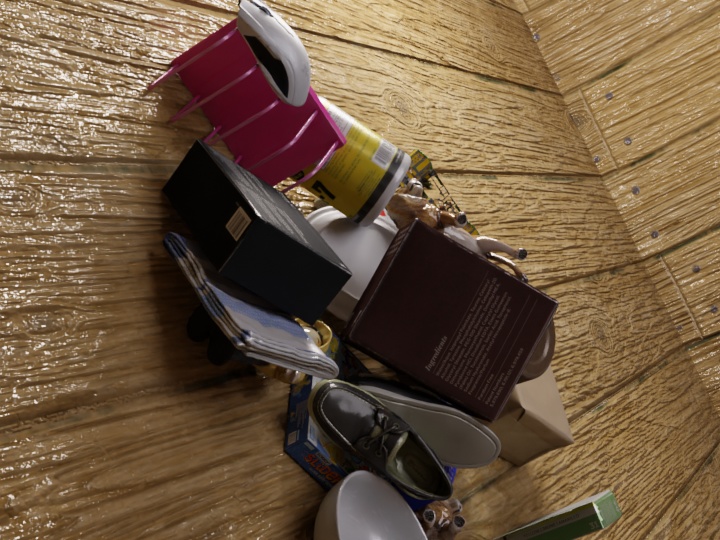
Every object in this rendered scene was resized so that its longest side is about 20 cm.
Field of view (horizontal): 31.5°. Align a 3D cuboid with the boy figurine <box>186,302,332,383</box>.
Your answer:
[{"bbox_3d":[-0.098,0.080,1.397,0.124,0.065,0.200,46,17,32],"label":"boy figurine"}]

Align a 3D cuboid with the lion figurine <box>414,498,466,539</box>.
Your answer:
[{"bbox_3d":[0.093,0.354,1.513,0.123,0.072,0.201,111,-16,-63],"label":"lion figurine"}]

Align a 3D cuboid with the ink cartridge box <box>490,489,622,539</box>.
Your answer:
[{"bbox_3d":[0.268,0.361,1.772,0.200,0.145,0.048,-1,66,-64],"label":"ink cartridge box"}]

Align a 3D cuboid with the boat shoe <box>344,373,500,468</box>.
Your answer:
[{"bbox_3d":[0.069,0.173,1.490,0.199,0.074,0.060,17,22,-9],"label":"boat shoe"}]

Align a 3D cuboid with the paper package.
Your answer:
[{"bbox_3d":[0.223,0.171,1.944,0.190,0.103,0.201,34,35,-48],"label":"paper package"}]

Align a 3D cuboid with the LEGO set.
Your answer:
[{"bbox_3d":[0.068,-0.077,1.850,0.200,0.116,0.154,55,-13,-28],"label":"LEGO set"}]

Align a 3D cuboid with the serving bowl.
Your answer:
[{"bbox_3d":[0.009,0.321,1.375,0.200,0.066,0.201,47,27,-33],"label":"serving bowl"}]

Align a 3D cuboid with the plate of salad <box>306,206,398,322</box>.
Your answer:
[{"bbox_3d":[0.000,0.000,1.683,0.199,0.048,0.201,16,49,-18],"label":"plate of salad"}]

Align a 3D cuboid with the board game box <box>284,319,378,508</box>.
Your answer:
[{"bbox_3d":[-0.029,0.170,1.502,0.135,0.034,0.201,48,27,-31],"label":"board game box"}]

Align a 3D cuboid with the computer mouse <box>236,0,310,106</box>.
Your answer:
[{"bbox_3d":[-0.108,-0.286,1.480,0.201,0.044,0.110,58,28,-9],"label":"computer mouse"}]

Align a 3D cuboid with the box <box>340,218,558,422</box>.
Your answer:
[{"bbox_3d":[0.102,0.061,1.537,0.199,0.165,0.166,30,-5,-3],"label":"box"}]

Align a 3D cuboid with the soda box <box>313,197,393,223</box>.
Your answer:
[{"bbox_3d":[0.018,-0.041,1.796,0.200,0.063,0.068,57,23,-14],"label":"soda box"}]

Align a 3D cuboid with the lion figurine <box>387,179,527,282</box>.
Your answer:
[{"bbox_3d":[0.128,-0.043,1.719,0.200,0.073,0.122,37,-9,-26],"label":"lion figurine"}]

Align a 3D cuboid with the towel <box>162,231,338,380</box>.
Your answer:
[{"bbox_3d":[-0.114,0.036,1.323,0.147,0.024,0.200,23,18,-45],"label":"towel"}]

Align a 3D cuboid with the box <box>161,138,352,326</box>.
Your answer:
[{"bbox_3d":[-0.115,-0.043,1.386,0.141,0.079,0.200,29,12,-37],"label":"box"}]

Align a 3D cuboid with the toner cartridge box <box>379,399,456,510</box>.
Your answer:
[{"bbox_3d":[0.078,0.227,1.587,0.043,0.095,0.200,56,23,-12],"label":"toner cartridge box"}]

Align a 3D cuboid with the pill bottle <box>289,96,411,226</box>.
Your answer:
[{"bbox_3d":[-0.044,-0.155,1.663,0.200,0.114,0.114,33,28,-6],"label":"pill bottle"}]

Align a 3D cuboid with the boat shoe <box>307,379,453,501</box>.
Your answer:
[{"bbox_3d":[0.029,0.190,1.417,0.201,0.066,0.072,42,73,-21],"label":"boat shoe"}]

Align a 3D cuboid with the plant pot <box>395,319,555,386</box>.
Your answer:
[{"bbox_3d":[0.166,0.088,1.734,0.200,0.174,0.201,6,82,-48],"label":"plant pot"}]

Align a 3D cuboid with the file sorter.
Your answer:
[{"bbox_3d":[-0.140,-0.185,1.533,0.200,0.139,0.126,56,27,-14],"label":"file sorter"}]
